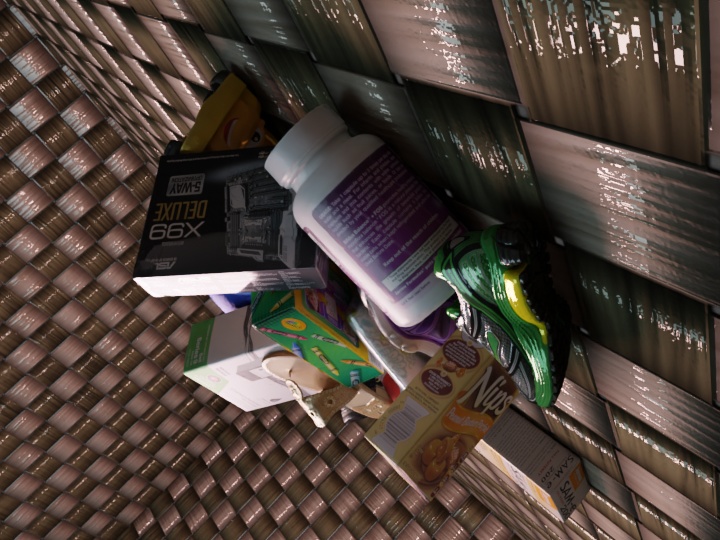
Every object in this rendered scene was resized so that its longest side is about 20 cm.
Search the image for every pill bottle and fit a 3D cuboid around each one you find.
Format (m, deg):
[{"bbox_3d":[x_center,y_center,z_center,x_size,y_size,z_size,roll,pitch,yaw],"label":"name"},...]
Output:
[{"bbox_3d":[0.009,-0.053,0.567,0.200,0.112,0.112,46,168,-3],"label":"pill bottle"}]

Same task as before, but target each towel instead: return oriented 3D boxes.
[{"bbox_3d":[0.056,0.077,0.785,0.171,0.048,0.200,48,-159,-11],"label":"towel"}]

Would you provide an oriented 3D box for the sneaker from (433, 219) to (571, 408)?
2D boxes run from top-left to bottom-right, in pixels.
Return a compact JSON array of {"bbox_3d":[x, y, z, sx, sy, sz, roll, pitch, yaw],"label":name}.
[{"bbox_3d":[0.125,0.040,0.515,0.085,0.078,0.200,-3,131,34],"label":"sneaker"}]

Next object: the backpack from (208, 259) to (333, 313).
[{"bbox_3d":[-0.108,-0.006,0.939,0.167,0.201,0.163,4,146,21],"label":"backpack"}]

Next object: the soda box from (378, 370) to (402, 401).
[{"bbox_3d":[0.077,0.154,0.851,0.068,0.063,0.200,4,-132,-57],"label":"soda box"}]

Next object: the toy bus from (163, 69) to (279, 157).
[{"bbox_3d":[-0.147,-0.141,0.806,0.192,0.136,0.200,35,169,-15],"label":"toy bus"}]

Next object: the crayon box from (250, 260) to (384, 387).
[{"bbox_3d":[-0.049,0.047,0.734,0.200,0.058,0.119,43,-151,-47],"label":"crayon box"}]

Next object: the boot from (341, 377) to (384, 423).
[{"bbox_3d":[0.024,0.157,1.043,0.073,0.203,0.154,-47,66,46],"label":"boot"}]

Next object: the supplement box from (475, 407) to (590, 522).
[{"bbox_3d":[0.252,0.287,0.965,0.200,0.074,0.126,34,164,44],"label":"supplement box"}]

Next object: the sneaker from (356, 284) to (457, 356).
[{"bbox_3d":[0.076,0.045,0.681,0.200,0.083,0.081,28,-159,-40],"label":"sneaker"}]

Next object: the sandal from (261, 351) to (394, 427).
[{"bbox_3d":[-0.036,0.175,0.806,0.211,0.070,0.078,27,136,-28],"label":"sandal"}]

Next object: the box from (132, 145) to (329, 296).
[{"bbox_3d":[-0.131,-0.056,0.659,0.199,0.158,0.050,-2,152,11],"label":"box"}]

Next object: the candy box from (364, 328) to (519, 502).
[{"bbox_3d":[0.105,0.138,0.657,0.055,0.200,0.116,33,164,40],"label":"candy box"}]

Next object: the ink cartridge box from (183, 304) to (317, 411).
[{"bbox_3d":[-0.123,0.117,0.862,0.146,0.199,0.084,45,-145,-42],"label":"ink cartridge box"}]
